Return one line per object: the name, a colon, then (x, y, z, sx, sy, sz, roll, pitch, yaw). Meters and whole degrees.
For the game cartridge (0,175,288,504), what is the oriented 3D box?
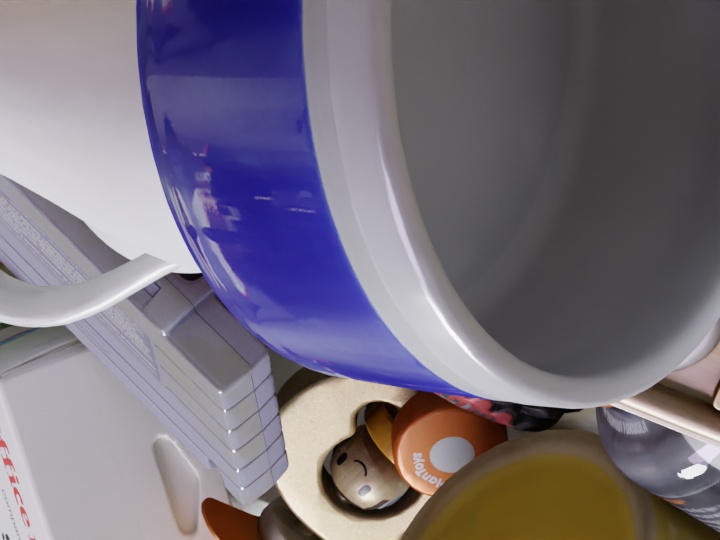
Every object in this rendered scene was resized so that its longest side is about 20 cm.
game cartridge: (-0.105, -0.005, 1.135, 0.200, 0.038, 0.130, 44, 160, 18)

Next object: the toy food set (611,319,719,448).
toy food set: (0.124, 0.004, 0.929, 0.200, 0.060, 0.144, 22, 116, -1)

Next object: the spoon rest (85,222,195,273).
spoon rest: (-0.107, -0.072, 1.037, 0.200, 0.100, 0.061, 27, -169, 12)

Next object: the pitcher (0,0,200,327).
pitcher: (-0.058, -0.043, 0.904, 0.199, 0.121, 0.172, 8, 134, 17)

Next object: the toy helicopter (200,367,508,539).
toy helicopter: (0.018, 0.118, 1.221, 0.132, 0.079, 0.200, -20, 122, 8)

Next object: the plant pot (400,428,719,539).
plant pot: (0.111, 0.162, 1.132, 0.200, 0.201, 0.189, -2, 147, 42)

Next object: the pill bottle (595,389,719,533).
pill bottle: (0.159, 0.052, 1.050, 0.200, 0.106, 0.106, 30, 156, -24)

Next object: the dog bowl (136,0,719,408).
dog bowl: (0.034, -0.066, 0.763, 0.079, 0.200, 0.200, 4, 153, 37)

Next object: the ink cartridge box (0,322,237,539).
ink cartridge box: (-0.133, 0.098, 1.292, 0.200, 0.084, 0.145, -5, 105, 66)

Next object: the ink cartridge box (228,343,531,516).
ink cartridge box: (0.017, 0.115, 1.340, 0.200, 0.084, 0.145, 20, 157, -2)

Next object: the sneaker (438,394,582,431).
sneaker: (0.000, 0.000, 1.112, 0.200, 0.071, 0.098, 34, 154, -26)
